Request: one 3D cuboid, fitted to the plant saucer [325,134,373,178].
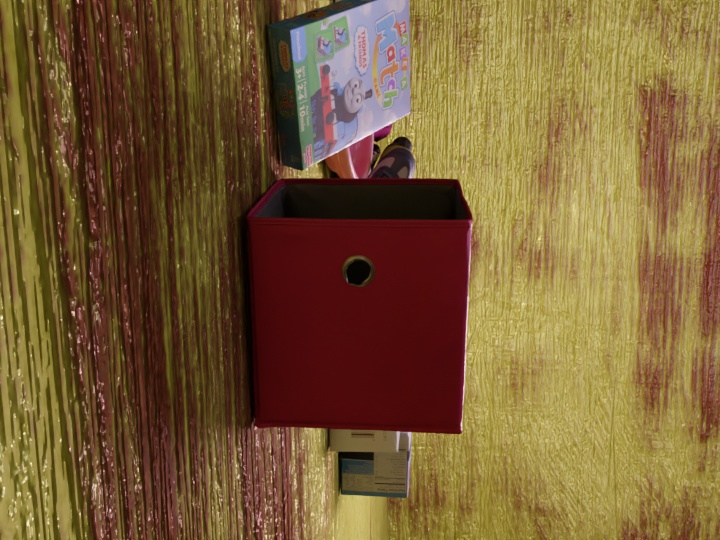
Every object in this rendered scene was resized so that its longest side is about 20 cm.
[{"bbox_3d":[-0.022,-0.233,1.172,0.200,0.051,0.201,1,90,-78],"label":"plant saucer"}]

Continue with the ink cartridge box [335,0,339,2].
[{"bbox_3d":[0.004,-0.433,1.388,0.200,0.084,0.146,60,30,-80],"label":"ink cartridge box"}]

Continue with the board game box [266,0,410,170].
[{"bbox_3d":[-0.015,-0.218,0.832,0.200,0.037,0.152,-37,135,-40],"label":"board game box"}]

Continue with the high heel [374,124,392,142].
[{"bbox_3d":[0.002,-0.243,1.347,0.200,0.067,0.096,-32,158,-47],"label":"high heel"}]

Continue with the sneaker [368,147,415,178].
[{"bbox_3d":[0.020,-0.111,1.229,0.200,0.070,0.082,-55,176,17],"label":"sneaker"}]

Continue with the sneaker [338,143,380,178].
[{"bbox_3d":[-0.015,-0.161,1.358,0.200,0.075,0.116,-69,169,-63],"label":"sneaker"}]

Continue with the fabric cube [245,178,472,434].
[{"bbox_3d":[0.003,0.024,0.735,0.200,0.195,0.200,-77,168,-73],"label":"fabric cube"}]

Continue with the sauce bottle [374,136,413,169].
[{"bbox_3d":[0.066,-0.200,1.380,0.200,0.066,0.066,-70,161,-59],"label":"sauce bottle"}]

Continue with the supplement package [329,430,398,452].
[{"bbox_3d":[0.013,0.235,1.324,0.200,0.117,0.117,-48,137,-83],"label":"supplement package"}]

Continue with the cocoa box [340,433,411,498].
[{"bbox_3d":[0.034,0.344,1.483,0.200,0.133,0.132,-64,154,-79],"label":"cocoa box"}]
